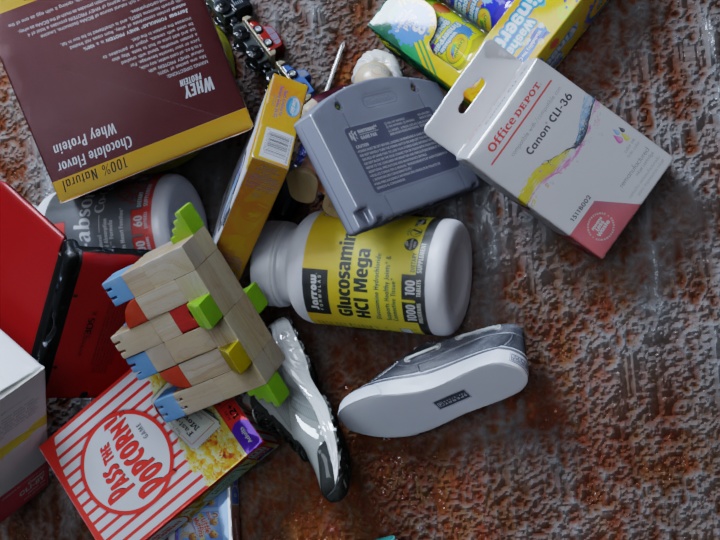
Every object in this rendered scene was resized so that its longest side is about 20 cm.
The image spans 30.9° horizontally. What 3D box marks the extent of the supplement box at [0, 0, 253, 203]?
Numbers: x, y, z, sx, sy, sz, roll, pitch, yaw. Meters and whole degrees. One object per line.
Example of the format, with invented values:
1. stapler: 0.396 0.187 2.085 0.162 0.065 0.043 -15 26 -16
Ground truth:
1. supplement box: -0.232 -0.195 1.257 0.197 0.133 0.200 -22 99 -5

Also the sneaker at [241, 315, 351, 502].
1. sneaker: -0.065 0.142 1.266 0.079 0.074 0.200 -24 58 -6

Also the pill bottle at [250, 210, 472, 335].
1. pill bottle: 0.000 0.000 1.263 0.200 0.112 0.113 4 81 19

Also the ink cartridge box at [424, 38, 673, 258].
1. ink cartridge box: 0.171 -0.116 1.208 0.200 0.067 0.117 34 93 -7

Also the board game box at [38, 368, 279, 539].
1. board game box: -0.204 0.176 1.307 0.200 0.046 0.152 -41 70 7

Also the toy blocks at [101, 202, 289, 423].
1. toy blocks: -0.170 0.054 1.231 0.137 0.100 0.200 -23 105 28

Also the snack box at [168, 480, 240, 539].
1. snack box: -0.163 0.193 1.330 0.072 0.024 0.200 -7 78 16

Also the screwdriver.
1. screwdriver: -0.051 -0.146 1.352 0.028 0.029 0.200 17 87 20

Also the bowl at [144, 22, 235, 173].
1. bowl: -0.245 -0.212 1.388 0.200 0.108 0.201 -3 79 19

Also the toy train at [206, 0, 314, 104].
1. toy train: -0.106 -0.238 1.384 0.046 0.034 0.200 -28 69 -19

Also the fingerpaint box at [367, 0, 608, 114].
1. fingerpaint box: 0.135 -0.267 1.287 0.167 0.073 0.200 40 94 20

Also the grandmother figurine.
1. grandmother figurine: -0.002 -0.142 1.282 0.121 0.061 0.200 29 52 -11

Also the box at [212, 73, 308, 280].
1. box: -0.105 -0.077 1.252 0.041 0.200 0.119 17 47 -9

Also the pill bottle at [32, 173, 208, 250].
1. pill bottle: -0.269 -0.031 1.358 0.200 0.116 0.116 -8 78 17

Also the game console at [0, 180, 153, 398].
1. game console: -0.293 0.022 1.319 0.200 0.172 0.119 -65 35 36

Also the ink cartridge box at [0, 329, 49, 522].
1. ink cartridge box: -0.394 0.141 1.325 0.145 0.200 0.083 35 50 21

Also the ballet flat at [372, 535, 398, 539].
1. ballet flat: -0.045 0.303 1.248 0.200 0.076 0.064 -14 92 19

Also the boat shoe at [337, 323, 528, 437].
1. boat shoe: 0.068 0.101 1.250 0.200 0.072 0.068 -24 39 27

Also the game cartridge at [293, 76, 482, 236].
1. game cartridge: 0.027 -0.115 1.228 0.041 0.200 0.133 -25 88 42
